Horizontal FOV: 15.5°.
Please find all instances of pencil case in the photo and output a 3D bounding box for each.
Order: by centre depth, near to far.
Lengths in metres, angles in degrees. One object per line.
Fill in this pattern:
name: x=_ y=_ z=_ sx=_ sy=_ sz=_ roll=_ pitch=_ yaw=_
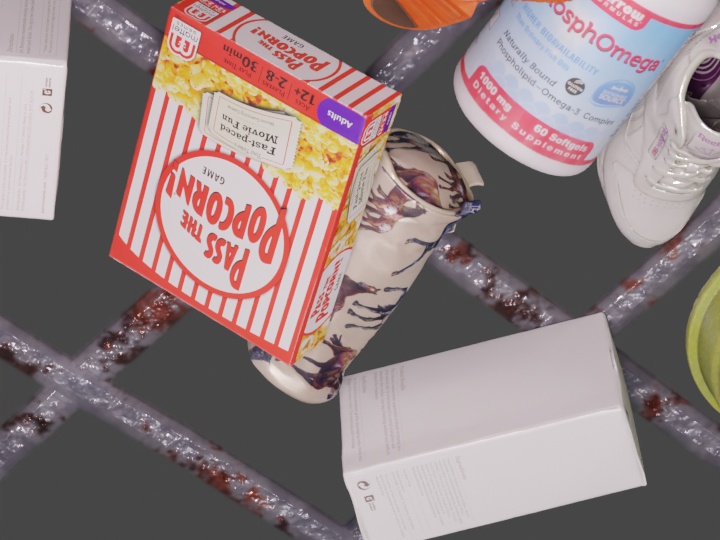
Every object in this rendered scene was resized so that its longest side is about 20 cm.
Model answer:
pencil case: x=0.000 y=0.000 z=1.773 sx=0.089 sy=0.078 sz=0.200 roll=15 pitch=126 yaw=-33

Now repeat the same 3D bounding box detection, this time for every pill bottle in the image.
pill bottle: x=0.152 y=-0.163 z=1.642 sx=0.109 sy=0.109 sz=0.200 roll=25 pitch=121 yaw=-20

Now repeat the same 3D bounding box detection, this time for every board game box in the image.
board game box: x=-0.070 y=-0.059 z=1.699 sx=0.151 sy=0.046 sz=0.200 roll=30 pitch=126 yaw=18

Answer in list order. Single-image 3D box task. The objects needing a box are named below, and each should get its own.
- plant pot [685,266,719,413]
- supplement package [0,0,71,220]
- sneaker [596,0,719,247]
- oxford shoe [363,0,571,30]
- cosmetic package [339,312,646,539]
plant pot: x=0.334 y=0.095 z=1.799 sx=0.200 sy=0.184 sz=0.200 roll=-2 pitch=127 yaw=-3
supplement package: x=-0.282 y=-0.119 z=1.640 sx=0.200 sy=0.121 sz=0.120 roll=5 pitch=127 yaw=-7
sneaker: x=0.204 y=-0.088 z=1.708 sx=0.075 sy=0.100 sz=0.200 roll=4 pitch=128 yaw=-11
oxford shoe: x=0.087 y=-0.202 z=1.589 sx=0.200 sy=0.073 sz=0.071 roll=-7 pitch=148 yaw=37
cosmetic package: x=0.090 y=0.111 z=1.843 sx=0.200 sy=0.113 sz=0.081 roll=-12 pitch=126 yaw=8
